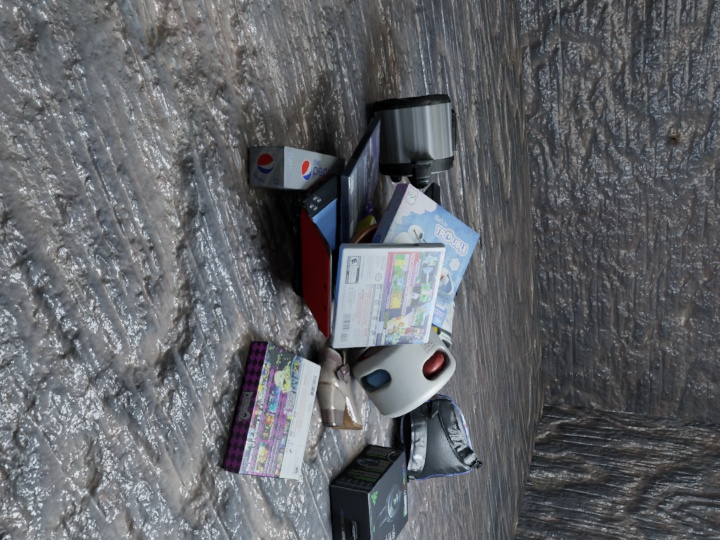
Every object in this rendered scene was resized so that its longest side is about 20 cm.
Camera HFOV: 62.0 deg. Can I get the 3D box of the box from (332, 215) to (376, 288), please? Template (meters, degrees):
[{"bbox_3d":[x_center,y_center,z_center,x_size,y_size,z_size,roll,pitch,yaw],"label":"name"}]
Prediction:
[{"bbox_3d":[0.000,0.000,1.237,0.118,0.048,0.201,59,39,-49],"label":"box"}]

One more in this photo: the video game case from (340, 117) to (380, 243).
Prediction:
[{"bbox_3d":[0.002,-0.166,1.088,0.200,0.019,0.143,-68,165,-45],"label":"video game case"}]

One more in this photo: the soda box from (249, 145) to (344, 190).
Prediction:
[{"bbox_3d":[-0.100,-0.163,0.991,0.200,0.068,0.064,-9,102,-63],"label":"soda box"}]

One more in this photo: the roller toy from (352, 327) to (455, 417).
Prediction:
[{"bbox_3d":[0.084,0.183,1.187,0.140,0.200,0.182,54,0,-1],"label":"roller toy"}]

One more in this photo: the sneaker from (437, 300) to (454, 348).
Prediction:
[{"bbox_3d":[0.169,0.098,1.405,0.201,0.075,0.116,49,46,-55],"label":"sneaker"}]

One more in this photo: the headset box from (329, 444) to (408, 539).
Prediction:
[{"bbox_3d":[0.019,0.494,1.258,0.200,0.092,0.175,-21,110,-62],"label":"headset box"}]

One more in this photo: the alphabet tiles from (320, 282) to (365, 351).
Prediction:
[{"bbox_3d":[0.009,0.068,1.182,0.195,0.015,0.201,2,114,-43],"label":"alphabet tiles"}]

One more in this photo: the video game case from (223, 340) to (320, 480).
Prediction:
[{"bbox_3d":[-0.136,0.233,0.979,0.181,0.036,0.201,40,56,-59],"label":"video game case"}]

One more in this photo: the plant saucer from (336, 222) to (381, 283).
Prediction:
[{"bbox_3d":[0.031,0.010,1.121,0.200,0.032,0.202,-13,109,-42],"label":"plant saucer"}]

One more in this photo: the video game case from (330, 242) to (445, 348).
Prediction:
[{"bbox_3d":[0.045,0.044,1.038,0.023,0.181,0.201,-115,-152,-58],"label":"video game case"}]

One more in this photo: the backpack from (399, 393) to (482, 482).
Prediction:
[{"bbox_3d":[0.184,0.407,1.500,0.154,0.199,0.192,-141,-138,-84],"label":"backpack"}]

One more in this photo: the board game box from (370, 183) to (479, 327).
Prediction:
[{"bbox_3d":[0.109,-0.025,1.108,0.199,0.043,0.200,30,78,-31],"label":"board game box"}]

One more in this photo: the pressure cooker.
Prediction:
[{"bbox_3d":[0.119,-0.281,1.324,0.176,0.178,0.201,-23,112,-48],"label":"pressure cooker"}]

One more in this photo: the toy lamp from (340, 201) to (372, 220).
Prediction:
[{"bbox_3d":[-0.034,-0.119,1.145,0.200,0.058,0.059,-16,106,-62],"label":"toy lamp"}]

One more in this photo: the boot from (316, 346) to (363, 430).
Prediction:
[{"bbox_3d":[-0.038,0.230,1.160,0.200,0.070,0.147,56,31,-67],"label":"boot"}]

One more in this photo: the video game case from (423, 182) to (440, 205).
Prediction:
[{"bbox_3d":[0.106,-0.071,1.281,0.025,0.181,0.201,30,37,-17],"label":"video game case"}]

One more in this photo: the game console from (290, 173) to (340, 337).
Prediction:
[{"bbox_3d":[-0.048,-0.026,0.984,0.172,0.118,0.201,-45,151,-39],"label":"game console"}]
